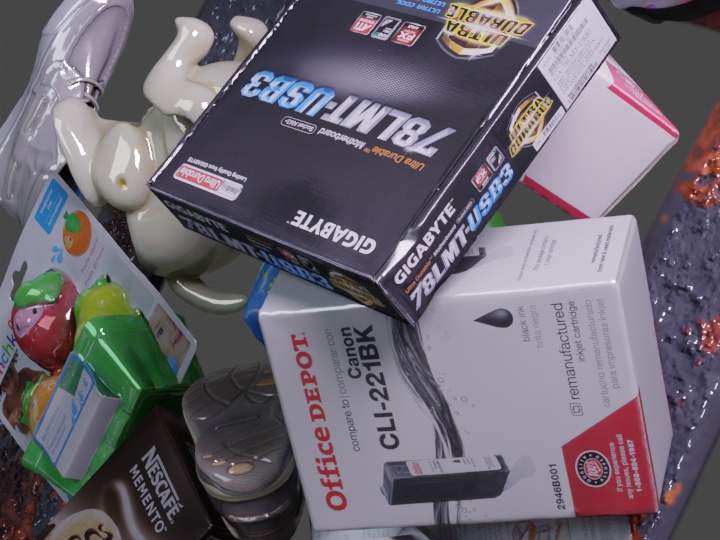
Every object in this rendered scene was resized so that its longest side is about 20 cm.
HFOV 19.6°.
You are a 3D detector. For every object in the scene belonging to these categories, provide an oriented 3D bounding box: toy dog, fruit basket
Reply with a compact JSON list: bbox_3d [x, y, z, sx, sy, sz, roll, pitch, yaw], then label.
[{"bbox_3d":[-0.085,-0.085,1.408,0.200,0.139,0.194,-27,67,32],"label":"toy dog"},{"bbox_3d":[-0.202,0.061,1.439,0.200,0.094,0.185,44,120,29],"label":"fruit basket"}]

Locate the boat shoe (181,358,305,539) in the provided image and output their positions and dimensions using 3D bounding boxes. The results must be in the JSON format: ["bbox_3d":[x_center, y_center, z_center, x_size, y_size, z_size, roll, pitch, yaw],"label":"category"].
[{"bbox_3d":[-0.071,0.116,1.310,0.074,0.073,0.200,-11,19,3],"label":"boat shoe"}]

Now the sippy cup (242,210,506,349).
[{"bbox_3d":[0.000,0.000,1.262,0.139,0.178,0.130,25,70,20],"label":"sippy cup"}]

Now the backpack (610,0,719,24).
[{"bbox_3d":[0.165,-0.229,1.194,0.167,0.200,0.127,-29,53,29],"label":"backpack"}]

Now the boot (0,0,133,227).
[{"bbox_3d":[-0.215,-0.121,1.602,0.096,0.074,0.200,41,108,40],"label":"boot"}]

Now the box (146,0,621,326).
[{"bbox_3d":[0.009,-0.085,1.134,0.200,0.050,0.199,23,69,45],"label":"box"}]

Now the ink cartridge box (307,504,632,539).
[{"bbox_3d":[0.064,0.129,1.241,0.200,0.057,0.163,-16,58,17],"label":"ink cartridge box"}]

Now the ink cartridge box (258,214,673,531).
[{"bbox_3d":[0.059,0.058,1.140,0.200,0.145,0.084,-5,26,18],"label":"ink cartridge box"}]

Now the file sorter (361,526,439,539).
[{"bbox_3d":[-0.002,0.259,1.138,0.139,0.124,0.200,42,101,20],"label":"file sorter"}]

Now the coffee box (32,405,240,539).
[{"bbox_3d":[-0.152,0.202,1.369,0.200,0.080,0.113,-47,45,16],"label":"coffee box"}]

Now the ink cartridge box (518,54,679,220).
[{"bbox_3d":[0.081,-0.137,1.267,0.084,0.145,0.200,-47,45,14],"label":"ink cartridge box"}]
